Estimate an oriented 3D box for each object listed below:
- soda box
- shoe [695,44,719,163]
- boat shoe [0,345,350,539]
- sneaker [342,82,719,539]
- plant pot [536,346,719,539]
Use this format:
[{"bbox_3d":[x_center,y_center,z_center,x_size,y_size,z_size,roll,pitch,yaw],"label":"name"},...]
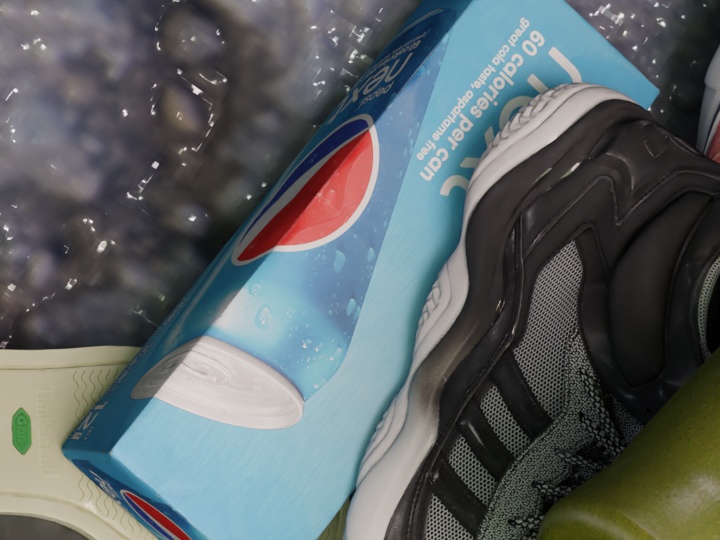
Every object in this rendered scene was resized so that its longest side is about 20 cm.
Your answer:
[{"bbox_3d":[0.000,0.000,0.832,0.068,0.064,0.200,42,74,-13],"label":"soda box"},{"bbox_3d":[0.130,0.004,0.828,0.071,0.091,0.201,13,123,-17],"label":"shoe"},{"bbox_3d":[-0.099,0.062,0.861,0.199,0.068,0.072,11,71,-23],"label":"boat shoe"},{"bbox_3d":[0.066,0.052,0.773,0.075,0.114,0.201,12,98,-43],"label":"sneaker"},{"bbox_3d":[0.153,0.067,0.663,0.192,0.200,0.201,-29,103,-18],"label":"plant pot"}]
